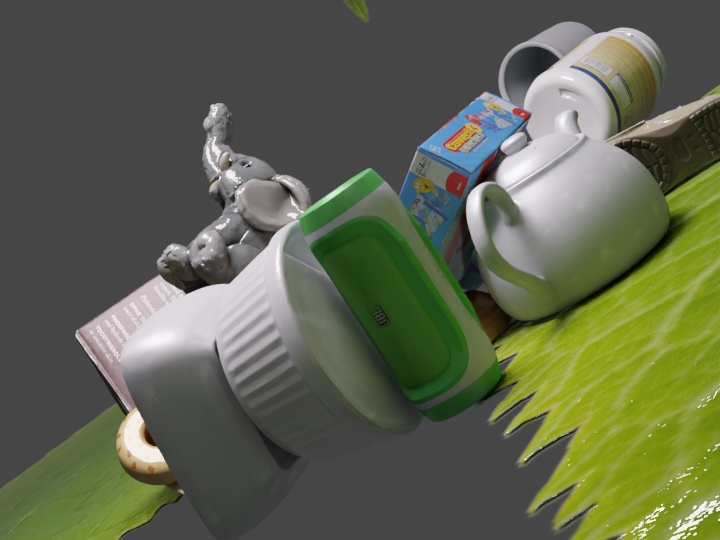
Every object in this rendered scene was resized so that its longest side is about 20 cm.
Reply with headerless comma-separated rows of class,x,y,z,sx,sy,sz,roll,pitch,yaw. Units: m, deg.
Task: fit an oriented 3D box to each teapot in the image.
teapot,0.174,-0.057,1.182,0.196,0.147,0.200,-35,7,-7

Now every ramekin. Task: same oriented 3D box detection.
ramekin,-0.037,0.066,1.094,0.094,0.204,0.202,-32,6,24

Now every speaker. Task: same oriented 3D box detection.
speaker,0.033,0.021,1.055,0.088,0.201,0.088,-33,6,4

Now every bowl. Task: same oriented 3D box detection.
bowl,-0.105,0.111,1.129,0.074,0.201,0.200,-26,8,24

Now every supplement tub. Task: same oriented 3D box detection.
supplement tub,0.336,-0.249,1.826,0.200,0.145,0.144,-39,8,-40

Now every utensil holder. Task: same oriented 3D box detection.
utensil holder,0.402,-0.416,2.687,0.169,0.171,0.200,-29,6,39

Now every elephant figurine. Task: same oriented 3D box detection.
elephant figurine,-0.117,-0.058,1.377,0.140,0.155,0.202,4,56,41

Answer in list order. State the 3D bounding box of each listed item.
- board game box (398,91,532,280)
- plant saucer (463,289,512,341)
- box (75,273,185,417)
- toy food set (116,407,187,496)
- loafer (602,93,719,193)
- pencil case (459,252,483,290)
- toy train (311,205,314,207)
board game box,0.081,-0.052,1.259,0.196,0.055,0.202,-43,-23,-58
plant saucer,0.059,0.078,1.267,0.199,0.038,0.200,-34,6,4
box,-0.182,0.107,1.463,0.199,0.164,0.167,-35,-29,-14
toy food set,-0.136,0.136,1.297,0.197,0.049,0.200,6,53,23
loafer,0.306,-0.119,1.330,0.198,0.077,0.068,-23,6,11
pencil case,0.182,-0.058,1.434,0.199,0.086,0.092,-30,-18,28
toy train,-0.039,0.010,1.362,0.151,0.055,0.201,-51,37,25
